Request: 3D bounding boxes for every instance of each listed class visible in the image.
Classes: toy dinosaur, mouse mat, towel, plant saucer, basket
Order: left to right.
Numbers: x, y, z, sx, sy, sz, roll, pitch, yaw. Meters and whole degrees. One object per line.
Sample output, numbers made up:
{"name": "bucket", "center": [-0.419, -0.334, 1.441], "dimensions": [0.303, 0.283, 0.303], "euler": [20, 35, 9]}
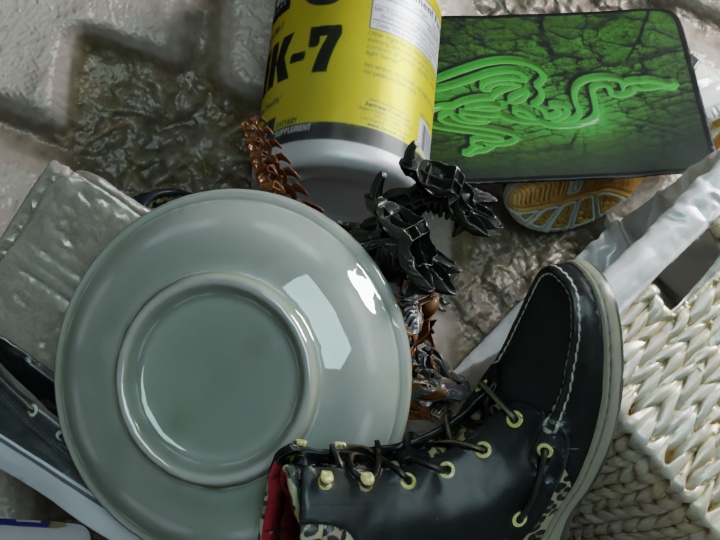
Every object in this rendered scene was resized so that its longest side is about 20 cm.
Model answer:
{"name": "towel", "center": [-0.138, 0.039, 0.814], "dimensions": [0.199, 0.034, 0.133], "euler": [37, 98, -3]}
{"name": "plant saucer", "center": [-0.072, 0.057, 0.714], "dimensions": [0.197, 0.050, 0.204], "euler": [0, 88, 8]}
{"name": "toy dinosaur", "center": [0.000, 0.000, 0.787], "dimensions": [0.199, 0.135, 0.103], "euler": [37, 42, -25]}
{"name": "mouse mat", "center": [0.134, -0.122, 0.927], "dimensions": [0.197, 0.008, 0.163], "euler": [-3, 52, 0]}
{"name": "basket", "center": [0.187, 0.055, 0.834], "dimensions": [0.198, 0.200, 0.161], "euler": [-40, 87, -22]}

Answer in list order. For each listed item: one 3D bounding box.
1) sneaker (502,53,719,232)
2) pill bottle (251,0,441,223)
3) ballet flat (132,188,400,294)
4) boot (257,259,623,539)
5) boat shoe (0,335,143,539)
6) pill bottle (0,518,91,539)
{"name": "sneaker", "center": [0.171, -0.097, 0.957], "dimensions": [0.198, 0.076, 0.088], "euler": [-24, 63, -23]}
{"name": "pill bottle", "center": [-0.005, -0.135, 0.886], "dimensions": [0.112, 0.114, 0.203], "euler": [11, 66, -11]}
{"name": "ballet flat", "center": [-0.058, -0.005, 0.857], "dimensions": [0.197, 0.073, 0.074], "euler": [19, 69, -9]}
{"name": "boot", "center": [0.039, 0.089, 0.673], "dimensions": [0.152, 0.074, 0.206], "euler": [5, 112, -25]}
{"name": "boat shoe", "center": [-0.148, 0.104, 0.773], "dimensions": [0.198, 0.069, 0.057], "euler": [28, 104, 1]}
{"name": "pill bottle", "center": [-0.247, 0.189, 0.717], "dimensions": [0.197, 0.120, 0.122], "euler": [7, 71, -12]}
